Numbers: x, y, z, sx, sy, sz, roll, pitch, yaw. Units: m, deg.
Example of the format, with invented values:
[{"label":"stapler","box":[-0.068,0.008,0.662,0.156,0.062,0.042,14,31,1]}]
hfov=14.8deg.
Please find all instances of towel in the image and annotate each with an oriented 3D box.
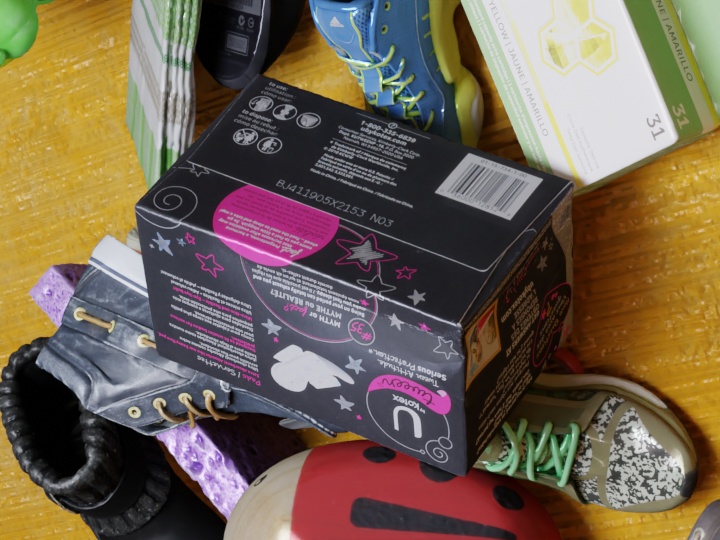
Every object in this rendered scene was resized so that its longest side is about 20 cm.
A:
[{"label":"towel","box":[-0.110,-0.152,1.616,0.149,0.030,0.201,-112,25,-62]}]

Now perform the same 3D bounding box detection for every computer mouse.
[{"label":"computer mouse","box":[-0.035,-0.200,1.559,0.140,0.046,0.201,12,101,50]}]

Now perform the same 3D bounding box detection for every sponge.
[{"label":"sponge","box":[-0.103,0.074,1.665,0.200,0.111,0.030,47,108,21]}]

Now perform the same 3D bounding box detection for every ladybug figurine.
[{"label":"ladybug figurine","box":[0.021,0.151,1.533,0.199,0.136,0.072,4,151,4]}]

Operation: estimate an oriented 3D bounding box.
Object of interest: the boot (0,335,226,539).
[{"label":"boot","box":[-0.135,0.146,1.684,0.211,0.079,0.158,45,170,24]}]

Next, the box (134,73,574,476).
[{"label":"box","box":[0.000,0.000,1.474,0.199,0.132,0.115,21,137,23]}]

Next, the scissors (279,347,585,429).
[{"label":"scissors","box":[0.038,0.068,1.576,0.199,0.014,0.074,6,114,29]}]

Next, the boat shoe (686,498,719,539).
[{"label":"boat shoe","box":[0.182,0.209,1.485,0.073,0.074,0.201,42,120,37]}]

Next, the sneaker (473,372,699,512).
[{"label":"sneaker","box":[0.084,0.092,1.497,0.199,0.089,0.077,18,116,22]}]

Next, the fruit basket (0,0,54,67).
[{"label":"fruit basket","box":[-0.260,-0.203,1.656,0.215,0.215,0.157,10,110,40]}]

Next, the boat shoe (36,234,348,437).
[{"label":"boat shoe","box":[-0.089,0.064,1.572,0.200,0.071,0.091,30,88,26]}]

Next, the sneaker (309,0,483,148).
[{"label":"sneaker","box":[0.010,-0.118,1.504,0.075,0.105,0.201,11,111,40]}]

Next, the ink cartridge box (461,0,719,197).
[{"label":"ink cartridge box","box":[0.147,-0.135,1.414,0.200,0.048,0.146,-26,85,47]}]

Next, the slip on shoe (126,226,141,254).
[{"label":"slip on shoe","box":[-0.061,0.017,1.640,0.199,0.074,0.062,24,122,30]}]
